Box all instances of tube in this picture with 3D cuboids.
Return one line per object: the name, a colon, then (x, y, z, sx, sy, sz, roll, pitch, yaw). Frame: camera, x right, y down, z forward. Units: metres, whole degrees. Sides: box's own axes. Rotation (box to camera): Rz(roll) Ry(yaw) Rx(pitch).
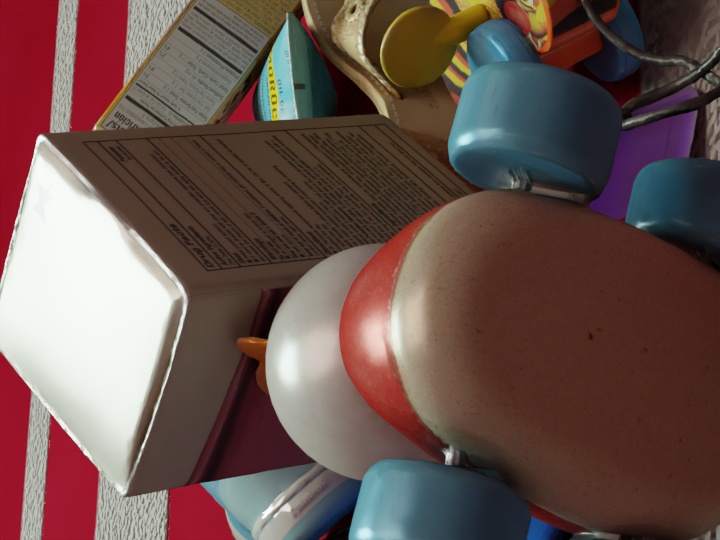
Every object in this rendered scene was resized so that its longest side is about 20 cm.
tube: (-0.034, -0.094, 1.230, 0.200, 0.050, 0.078, -147, 46, -87)

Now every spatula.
spatula: (0.091, -0.025, 1.020, 0.200, 0.021, 0.057, 139, 147, -60)

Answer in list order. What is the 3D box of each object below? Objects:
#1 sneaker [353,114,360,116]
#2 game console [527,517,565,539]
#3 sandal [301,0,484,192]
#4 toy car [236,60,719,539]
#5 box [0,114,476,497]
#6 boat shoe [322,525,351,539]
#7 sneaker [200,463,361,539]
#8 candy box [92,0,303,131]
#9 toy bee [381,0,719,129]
sneaker: (0.000, 0.000, 1.162, 0.077, 0.073, 0.200, 121, 149, -43)
game console: (0.073, 0.150, 0.996, 0.171, 0.118, 0.200, 65, 152, 3)
sandal: (0.029, -0.115, 1.130, 0.070, 0.077, 0.212, 106, 152, -46)
toy car: (0.040, 0.041, 0.880, 0.200, 0.177, 0.185, -8, 63, 54)
box: (-0.043, 0.010, 1.011, 0.128, 0.200, 0.109, 44, 127, 38)
boat shoe: (-0.032, 0.194, 1.156, 0.072, 0.072, 0.200, -105, 34, -50)
sneaker: (-0.059, 0.084, 1.150, 0.080, 0.131, 0.200, -41, -4, -13)
candy box: (-0.085, -0.124, 1.304, 0.200, 0.055, 0.115, -56, 2, -20)
toy bee: (0.082, -0.124, 0.968, 0.200, 0.131, 0.109, -7, 110, 50)
